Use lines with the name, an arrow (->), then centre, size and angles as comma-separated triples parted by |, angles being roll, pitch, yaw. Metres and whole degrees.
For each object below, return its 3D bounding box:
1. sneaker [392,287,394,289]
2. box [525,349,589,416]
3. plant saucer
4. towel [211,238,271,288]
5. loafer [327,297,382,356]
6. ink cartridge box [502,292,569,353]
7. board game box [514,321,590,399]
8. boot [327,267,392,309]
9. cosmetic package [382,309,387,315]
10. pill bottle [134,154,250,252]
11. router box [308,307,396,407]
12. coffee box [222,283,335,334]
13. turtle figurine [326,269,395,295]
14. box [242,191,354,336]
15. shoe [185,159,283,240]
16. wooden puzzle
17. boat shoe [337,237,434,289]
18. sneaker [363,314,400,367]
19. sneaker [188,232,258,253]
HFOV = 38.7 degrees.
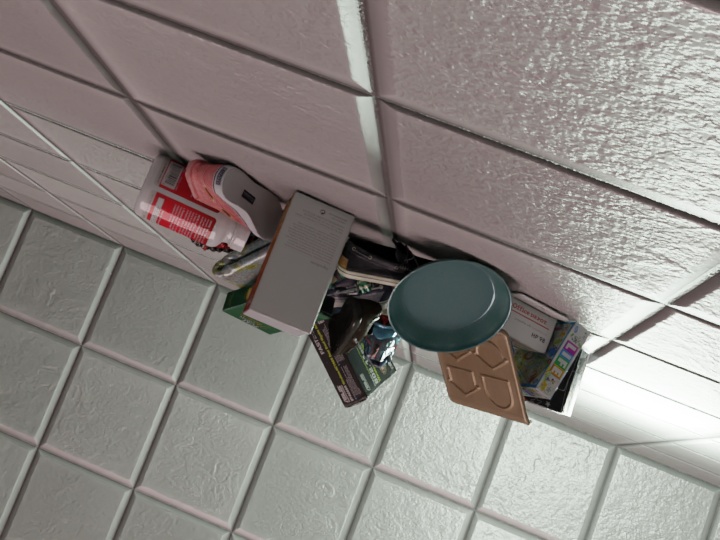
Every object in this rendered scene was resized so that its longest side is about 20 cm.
sneaker -> -0.024, -0.005, 1.983 | 0.197, 0.075, 0.087 | 15, 161, 5
box -> 0.322, 0.182, 1.968 | 0.197, 0.134, 0.115 | 18, 177, 22
plant saucer -> 0.140, 0.048, 1.621 | 0.196, 0.036, 0.202 | -1, 132, -1
towel -> -0.152, -0.019, 1.898 | 0.198, 0.049, 0.171 | -25, 155, 17
loafer -> -0.009, 0.105, 1.840 | 0.070, 0.074, 0.200 | -1, 162, -17
ink cartridge box -> 0.254, 0.086, 1.769 | 0.115, 0.068, 0.199 | 27, 171, -21
board game box -> 0.315, 0.155, 1.802 | 0.034, 0.135, 0.200 | 35, 170, -9
boot -> -0.036, 0.017, 1.917 | 0.197, 0.092, 0.073 | 2, -150, 13
cosmetic package -> 0.122, 0.073, 2.011 | 0.102, 0.074, 0.200 | 25, 171, -16
pill bottle -> -0.281, -0.111, 1.775 | 0.198, 0.114, 0.112 | 24, 171, -10
router box -> -0.021, 0.146, 2.009 | 0.062, 0.202, 0.150 | -26, -177, 29
coffee box -> -0.154, 0.064, 1.893 | 0.122, 0.045, 0.199 | 27, 152, -31
turtle figurine -> 0.000, 0.000, 1.790 | 0.197, 0.102, 0.149 | 11, -177, -19
box -> -0.103, -0.006, 1.662 | 0.105, 0.203, 0.152 | 23, 171, -8
shoe -> -0.207, -0.120, 1.693 | 0.090, 0.072, 0.200 | 19, 165, 32
wooden puzzle -> 0.209, 0.162, 1.767 | 0.184, 0.046, 0.202 | 11, 129, 49
boat shoe -> 0.062, -0.014, 1.645 | 0.197, 0.063, 0.075 | 8, -159, -10
sneaker -> 0.035, 0.133, 1.959 | 0.078, 0.097, 0.200 | 18, 180, 10
sneaker -> -0.247, -0.084, 1.913 | 0.198, 0.079, 0.096 | 20, -142, -32
